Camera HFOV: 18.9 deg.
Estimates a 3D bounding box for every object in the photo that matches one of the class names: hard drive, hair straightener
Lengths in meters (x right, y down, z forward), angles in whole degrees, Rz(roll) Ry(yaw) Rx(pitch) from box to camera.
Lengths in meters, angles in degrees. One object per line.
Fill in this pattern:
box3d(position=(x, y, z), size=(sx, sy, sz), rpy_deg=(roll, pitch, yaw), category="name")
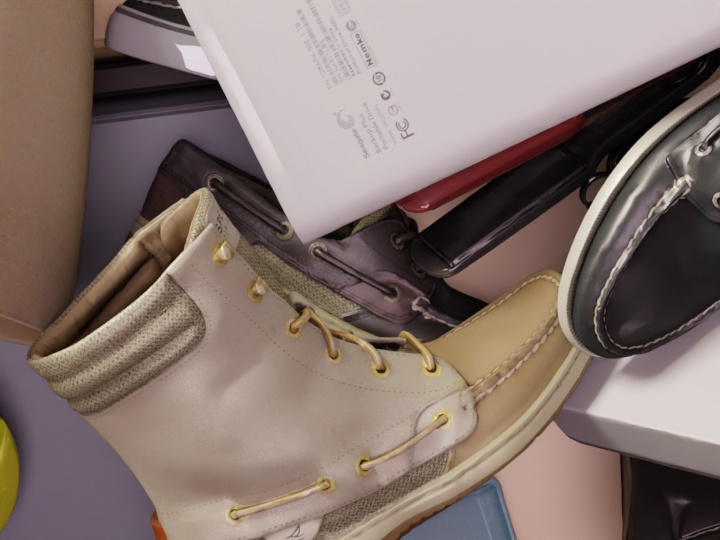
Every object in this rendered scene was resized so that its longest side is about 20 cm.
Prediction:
box3d(position=(0.035, -0.111, 0.842), size=(0.199, 0.025, 0.132), rpy_deg=(-25, 96, 19), category="hard drive")
box3d(position=(0.179, -0.001, 0.870), size=(0.200, 0.132, 0.027), rpy_deg=(-49, 121, -21), category="hard drive")
box3d(position=(0.104, -0.052, 0.926), size=(0.200, 0.041, 0.077), rpy_deg=(-32, 125, -17), category="hair straightener")

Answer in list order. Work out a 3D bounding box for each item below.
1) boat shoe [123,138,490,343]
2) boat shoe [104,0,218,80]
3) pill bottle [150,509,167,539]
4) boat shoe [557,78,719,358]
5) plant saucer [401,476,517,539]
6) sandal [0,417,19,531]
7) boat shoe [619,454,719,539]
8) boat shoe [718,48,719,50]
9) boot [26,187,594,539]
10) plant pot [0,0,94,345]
box3d(position=(-0.001, 0.000, 0.935), size=(0.200, 0.072, 0.066), rpy_deg=(19, 101, -1), category="boat shoe")
box3d(position=(-0.008, -0.103, 0.926), size=(0.199, 0.069, 0.057), rpy_deg=(7, 99, -11), category="boat shoe")
box3d(position=(-0.028, 0.186, 0.941), size=(0.106, 0.106, 0.201), rpy_deg=(-17, 98, -1), category="pill bottle")
box3d(position=(0.161, -0.035, 0.833), size=(0.199, 0.066, 0.075), rpy_deg=(-41, 123, -3), category="boat shoe")
box3d(position=(0.060, 0.198, 0.981), size=(0.070, 0.019, 0.201), rpy_deg=(-21, 98, -25), category="plant saucer")
box3d(position=(-0.236, 0.057, 0.930), size=(0.200, 0.087, 0.080), rpy_deg=(37, 66, -25), category="sandal")
box3d(position=(0.142, 0.061, 0.950), size=(0.075, 0.074, 0.201), rpy_deg=(5, 76, 4), category="boat shoe")
box3d(position=(0.168, -0.119, 0.875), size=(0.199, 0.062, 0.075), rpy_deg=(-1, 125, -19), category="boat shoe")
box3d(position=(-0.014, 0.027, 0.848), size=(0.200, 0.072, 0.155), rpy_deg=(-38, 109, -8), category="boot")
box3d(position=(-0.181, -0.089, 0.874), size=(0.187, 0.187, 0.201), rpy_deg=(16, 81, -5), category="plant pot")
